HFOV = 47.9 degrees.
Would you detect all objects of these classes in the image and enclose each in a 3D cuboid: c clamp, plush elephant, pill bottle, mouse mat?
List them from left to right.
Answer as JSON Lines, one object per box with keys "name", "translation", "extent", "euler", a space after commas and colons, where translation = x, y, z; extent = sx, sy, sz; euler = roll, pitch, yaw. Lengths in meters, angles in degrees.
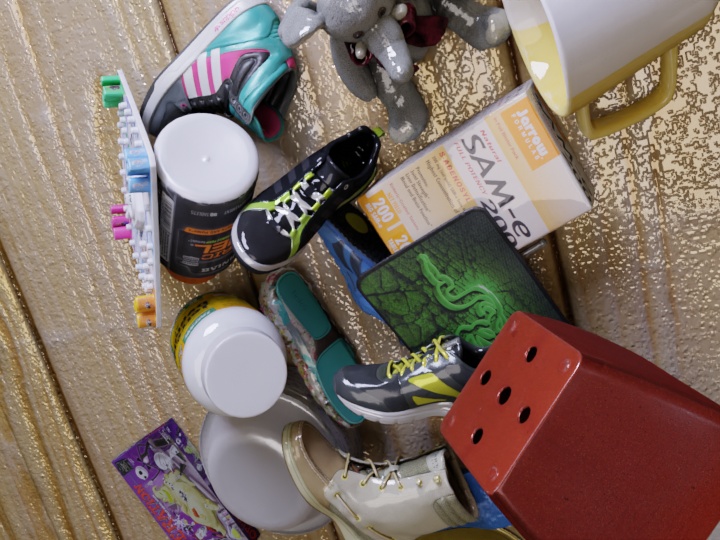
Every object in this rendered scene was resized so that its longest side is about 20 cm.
{"name": "pill bottle", "translation": [-0.170, -0.062, 0.856], "extent": [0.105, 0.107, 0.201], "euler": [34, 148, 4]}
{"name": "pill bottle", "translation": [-0.141, 0.090, 0.871], "extent": [0.110, 0.200, 0.116], "euler": [-2, 97, -19]}
{"name": "plush elephant", "translation": [0.021, -0.224, 0.724], "extent": [0.164, 0.155, 0.201], "euler": [-36, 96, 28]}
{"name": "mouse mat", "translation": [0.109, 0.045, 0.811], "extent": [0.159, 0.008, 0.201], "euler": [-30, 113, 26]}
{"name": "c clamp", "translation": [0.149, 0.083, 0.843], "extent": [0.168, 0.027, 0.202], "euler": [-23, 117, 17]}

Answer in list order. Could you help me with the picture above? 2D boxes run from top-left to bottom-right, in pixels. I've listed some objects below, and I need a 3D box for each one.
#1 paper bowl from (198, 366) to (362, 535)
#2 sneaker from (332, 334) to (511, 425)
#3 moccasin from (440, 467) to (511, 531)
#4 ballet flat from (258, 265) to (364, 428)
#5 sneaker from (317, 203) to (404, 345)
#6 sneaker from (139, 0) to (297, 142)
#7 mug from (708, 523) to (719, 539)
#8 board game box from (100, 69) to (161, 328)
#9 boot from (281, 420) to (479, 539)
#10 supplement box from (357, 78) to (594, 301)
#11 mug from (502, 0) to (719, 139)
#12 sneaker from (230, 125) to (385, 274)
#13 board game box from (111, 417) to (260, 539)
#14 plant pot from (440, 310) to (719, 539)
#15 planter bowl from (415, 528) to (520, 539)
{"name": "paper bowl", "translation": [-0.103, 0.226, 0.974], "extent": [0.196, 0.104, 0.205], "euler": [6, 112, 16]}
{"name": "sneaker", "translation": [0.070, 0.101, 0.815], "extent": [0.195, 0.075, 0.086], "euler": [2, 118, -1]}
{"name": "moccasin", "translation": [0.118, 0.249, 0.924], "extent": [0.196, 0.068, 0.082], "euler": [-13, 98, 23]}
{"name": "ballet flat", "translation": [-0.055, 0.088, 0.932], "extent": [0.063, 0.075, 0.203], "euler": [-19, 99, 54]}
{"name": "sneaker", "translation": [0.000, 0.000, 0.871], "extent": [0.200, 0.066, 0.078], "euler": [44, 122, -1]}
{"name": "sneaker", "translation": [-0.138, -0.176, 0.847], "extent": [0.199, 0.083, 0.122], "euler": [-39, 85, 27]}
{"name": "mug", "translation": [0.319, 0.237, 0.776], "extent": [0.146, 0.201, 0.177], "euler": [24, 114, -30]}
{"name": "board game box", "translation": [-0.243, -0.076, 0.856], "extent": [0.025, 0.201, 0.203], "euler": [-8, 129, -21]}
{"name": "boot", "translation": [0.022, 0.216, 0.861], "extent": [0.153, 0.073, 0.201], "euler": [-27, 112, 23]}
{"name": "supplement box", "translation": [0.113, -0.075, 0.795], "extent": [0.198, 0.074, 0.127], "euler": [-31, 99, 27]}
{"name": "mug", "translation": [0.210, -0.223, 0.679], "extent": [0.151, 0.187, 0.152], "euler": [-24, 72, 5]}
{"name": "sneaker", "translation": [-0.049, -0.081, 0.787], "extent": [0.072, 0.200, 0.083], "euler": [42, 150, 3]}
{"name": "board game box", "translation": [-0.238, 0.309, 1.099], "extent": [0.119, 0.032, 0.202], "euler": [-33, 97, 32]}
{"name": "plant pot", "translation": [0.189, 0.151, 0.721], "extent": [0.175, 0.200, 0.202], "euler": [33, 94, -18]}
{"name": "planter bowl", "translation": [0.127, 0.407, 0.970], "extent": [0.196, 0.084, 0.205], "euler": [7, 113, 17]}
